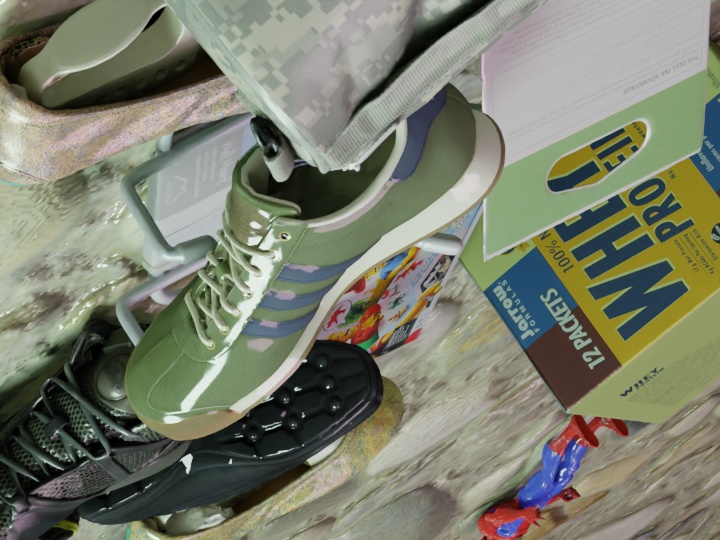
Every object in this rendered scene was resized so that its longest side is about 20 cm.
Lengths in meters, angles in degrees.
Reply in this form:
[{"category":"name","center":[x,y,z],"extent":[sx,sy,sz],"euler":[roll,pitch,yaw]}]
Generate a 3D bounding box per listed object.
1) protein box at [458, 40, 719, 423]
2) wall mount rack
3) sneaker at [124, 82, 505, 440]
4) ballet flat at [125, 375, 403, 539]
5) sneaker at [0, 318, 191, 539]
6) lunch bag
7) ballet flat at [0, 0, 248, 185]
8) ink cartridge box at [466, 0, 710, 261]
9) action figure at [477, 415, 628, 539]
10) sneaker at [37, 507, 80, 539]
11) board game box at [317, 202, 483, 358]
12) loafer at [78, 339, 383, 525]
[{"category":"protein box","center":[0.193,-0.021,1.390],"extent":[0.198,0.135,0.200],"euler":[-40,161,16]},{"category":"wall mount rack","center":[-0.032,-0.030,1.075],"extent":[0.173,0.075,0.200],"euler":[-28,157,-21]},{"category":"sneaker","center":[-0.037,-0.015,0.949],"extent":[0.200,0.067,0.090],"euler":[-40,145,9]},{"category":"ballet flat","center":[-0.059,0.118,1.406],"extent":[0.199,0.071,0.071],"euler":[-32,161,-11]},{"category":"sneaker","center":[-0.159,0.086,1.145],"extent":[0.199,0.076,0.114],"euler":[-27,158,-31]},{"category":"lunch bag","center":[0.009,-0.148,0.734],"extent":[0.200,0.168,0.139],"euler":[-38,160,8]},{"category":"ballet flat","center":[-0.065,-0.093,0.899],"extent":[0.199,0.068,0.067],"euler":[-29,153,-24]},{"category":"ink cartridge box","center":[0.098,-0.120,1.028],"extent":[0.145,0.048,0.201],"euler":[-26,137,-27]},{"category":"action figure","center":[0.157,0.193,1.967],"extent":[0.065,0.052,0.200],"euler":[-21,159,-45]},{"category":"sneaker","center":[-0.235,0.162,1.189],"extent":[0.199,0.076,0.076],"euler":[-11,149,-48]},{"category":"board game box","center":[0.000,0.000,1.266],"extent":[0.126,0.035,0.200],"euler":[-24,158,-27]},{"category":"loafer","center":[-0.072,0.090,1.264],"extent":[0.200,0.069,0.070],"euler":[-24,164,21]}]
